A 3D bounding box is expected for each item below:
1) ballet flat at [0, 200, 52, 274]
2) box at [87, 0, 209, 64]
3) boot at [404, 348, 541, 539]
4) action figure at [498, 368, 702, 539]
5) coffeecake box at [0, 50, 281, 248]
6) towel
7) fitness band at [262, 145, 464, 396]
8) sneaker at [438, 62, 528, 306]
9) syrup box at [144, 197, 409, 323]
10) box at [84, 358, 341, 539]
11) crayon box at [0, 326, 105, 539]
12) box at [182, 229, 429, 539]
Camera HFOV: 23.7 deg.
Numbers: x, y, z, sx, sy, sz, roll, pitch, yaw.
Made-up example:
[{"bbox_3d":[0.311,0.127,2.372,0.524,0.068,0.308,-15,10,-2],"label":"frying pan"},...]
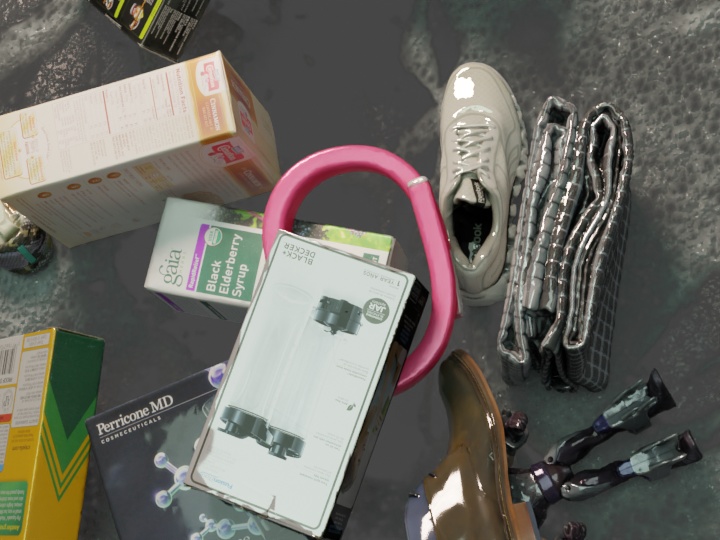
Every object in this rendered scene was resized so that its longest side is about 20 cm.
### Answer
[{"bbox_3d":[-0.339,-0.082,1.483,0.072,0.072,0.200,-43,71,-1],"label":"ballet flat"},{"bbox_3d":[-0.162,-0.300,1.441,0.193,0.047,0.201,39,104,47],"label":"box"},{"bbox_3d":[0.065,0.151,1.259,0.096,0.075,0.202,-14,55,-5],"label":"boot"},{"bbox_3d":[0.156,0.154,1.312,0.199,0.069,0.131,-29,76,7],"label":"action figure"},{"bbox_3d":[-0.180,-0.095,1.405,0.198,0.154,0.074,-15,73,8],"label":"coffeecake box"},{"bbox_3d":[0.160,-0.011,1.303,0.084,0.166,0.203,9,78,9],"label":"towel"},{"bbox_3d":[0.000,0.000,1.318,0.142,0.037,0.202,-15,74,7],"label":"fitness band"},{"bbox_3d":[0.094,-0.077,1.379,0.074,0.081,0.203,-5,73,13],"label":"sneaker"},{"bbox_3d":[-0.067,0.003,1.393,0.197,0.081,0.080,11,78,14],"label":"syrup box"},{"bbox_3d":[-0.106,0.189,1.340,0.147,0.107,0.202,-23,71,6],"label":"box"},{"bbox_3d":[-0.268,0.154,1.381,0.125,0.051,0.203,-11,68,52],"label":"crayon box"},{"bbox_3d":[-0.039,0.085,1.260,0.115,0.060,0.202,17,82,16],"label":"box"}]
